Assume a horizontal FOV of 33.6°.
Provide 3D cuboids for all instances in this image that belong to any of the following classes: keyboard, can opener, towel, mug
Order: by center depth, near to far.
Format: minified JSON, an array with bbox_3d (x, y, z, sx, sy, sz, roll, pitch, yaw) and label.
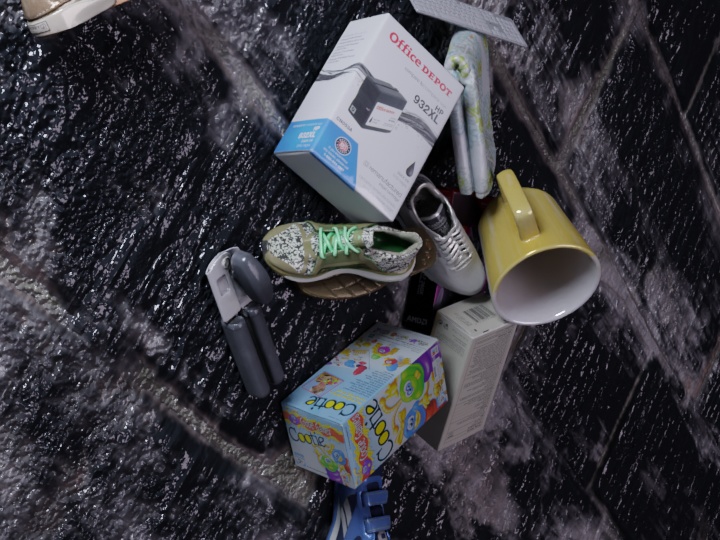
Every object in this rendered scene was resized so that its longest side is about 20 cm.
[{"bbox_3d":[-0.121,0.063,1.354,0.053,0.067,0.200,-43,131,-34],"label":"can opener"},{"bbox_3d":[0.137,-0.329,1.539,0.200,0.056,0.011,7,131,-39],"label":"keyboard"},{"bbox_3d":[0.147,-0.215,1.561,0.171,0.048,0.201,-75,158,-60],"label":"towel"},{"bbox_3d":[0.232,-0.044,1.593,0.149,0.153,0.187,2,135,-18],"label":"mug"}]

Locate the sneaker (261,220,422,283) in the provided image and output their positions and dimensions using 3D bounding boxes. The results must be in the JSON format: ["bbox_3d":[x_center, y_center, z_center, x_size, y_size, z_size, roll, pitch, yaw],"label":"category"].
[{"bbox_3d":[-0.016,-0.034,1.394,0.199,0.089,0.077,0,69,-21],"label":"sneaker"}]

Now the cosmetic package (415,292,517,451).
[{"bbox_3d":[0.139,0.140,1.650,0.103,0.073,0.200,-18,134,-42],"label":"cosmetic package"}]

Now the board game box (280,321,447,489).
[{"bbox_3d":[0.009,0.168,1.522,0.200,0.105,0.103,-37,129,-39],"label":"board game box"}]

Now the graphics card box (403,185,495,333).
[{"bbox_3d":[0.129,-0.013,1.661,0.125,0.051,0.201,5,98,-52],"label":"graphics card box"}]

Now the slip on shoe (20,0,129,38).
[{"bbox_3d":[-0.232,-0.280,1.111,0.200,0.076,0.061,-35,115,-33],"label":"slip on shoe"}]

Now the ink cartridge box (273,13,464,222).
[{"bbox_3d":[0.013,-0.178,1.407,0.145,0.084,0.200,39,69,-30],"label":"ink cartridge box"}]

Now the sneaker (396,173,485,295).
[{"bbox_3d":[0.106,-0.042,1.552,0.076,0.080,0.200,-43,113,-12],"label":"sneaker"}]

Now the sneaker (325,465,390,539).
[{"bbox_3d":[0.008,0.328,1.590,0.074,0.082,0.201,4,96,-51],"label":"sneaker"}]

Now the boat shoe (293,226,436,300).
[{"bbox_3d":[0.000,-0.001,1.482,0.200,0.068,0.072,-15,80,-32],"label":"boat shoe"}]
